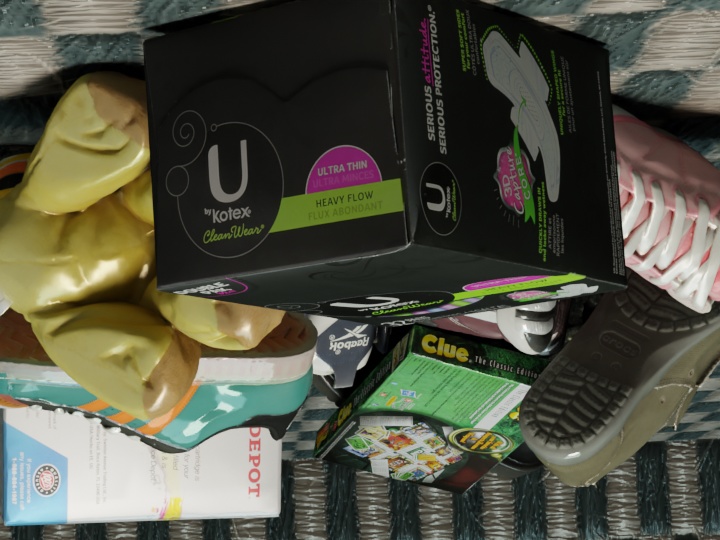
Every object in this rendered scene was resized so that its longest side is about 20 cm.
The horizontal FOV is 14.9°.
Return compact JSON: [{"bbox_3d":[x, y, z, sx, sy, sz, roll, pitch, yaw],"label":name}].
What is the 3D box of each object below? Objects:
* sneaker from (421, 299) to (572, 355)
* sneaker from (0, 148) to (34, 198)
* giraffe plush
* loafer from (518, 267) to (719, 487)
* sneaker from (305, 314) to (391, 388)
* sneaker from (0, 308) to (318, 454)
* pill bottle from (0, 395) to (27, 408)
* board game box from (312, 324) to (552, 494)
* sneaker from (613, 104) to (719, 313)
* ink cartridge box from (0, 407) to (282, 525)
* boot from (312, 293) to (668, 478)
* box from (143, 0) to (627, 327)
[{"bbox_3d":[0.061,0.001,1.548,0.115,0.076,0.200,12,180,9],"label":"sneaker"},{"bbox_3d":[-0.162,0.031,1.558,0.070,0.090,0.201,-11,127,21],"label":"sneaker"},{"bbox_3d":[-0.115,-0.020,1.436,0.199,0.173,0.162,-19,-173,25],"label":"giraffe plush"},{"bbox_3d":[0.164,0.048,1.575,0.075,0.200,0.070,35,155,30],"label":"loafer"},{"bbox_3d":[0.000,0.000,1.604,0.079,0.131,0.199,1,170,-31],"label":"sneaker"},{"bbox_3d":[-0.124,0.063,1.492,0.199,0.080,0.072,2,-146,-11],"label":"sneaker"},{"bbox_3d":[-0.158,0.015,1.687,0.199,0.113,0.112,-15,166,38],"label":"pill bottle"},{"bbox_3d":[0.048,0.087,1.660,0.104,0.024,0.200,18,155,-12],"label":"board game box"},{"bbox_3d":[0.158,-0.031,1.494,0.076,0.105,0.200,-55,155,18],"label":"sneaker"},{"bbox_3d":[-0.163,0.092,1.975,0.199,0.148,0.146,-1,-169,-12],"label":"ink cartridge box"},{"bbox_3d":[0.081,0.052,1.694,0.210,0.080,0.158,24,152,-26],"label":"boot"},{"bbox_3d":[0.014,-0.049,1.306,0.148,0.125,0.200,-10,168,33],"label":"box"}]
